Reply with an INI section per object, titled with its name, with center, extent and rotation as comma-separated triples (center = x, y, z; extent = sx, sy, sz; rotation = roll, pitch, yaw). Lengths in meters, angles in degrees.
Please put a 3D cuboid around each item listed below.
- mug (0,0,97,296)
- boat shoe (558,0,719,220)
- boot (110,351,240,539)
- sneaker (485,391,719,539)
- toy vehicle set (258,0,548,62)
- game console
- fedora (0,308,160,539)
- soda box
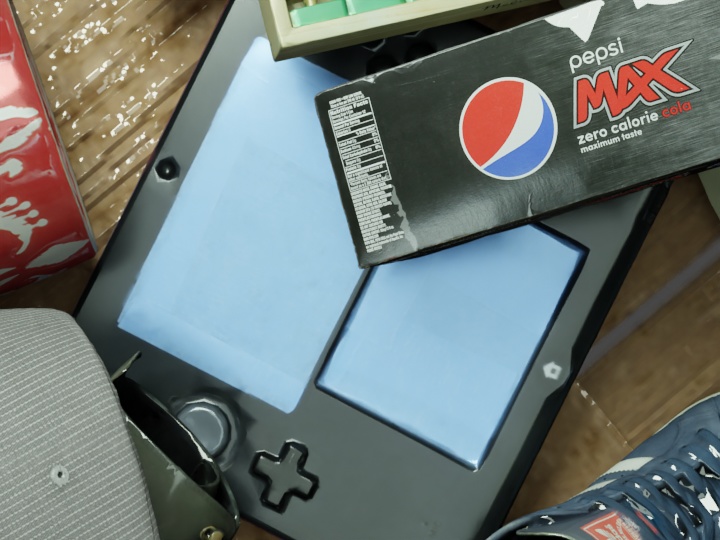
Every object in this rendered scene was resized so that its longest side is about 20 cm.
[mug]
center = -0.209, -0.044, 0.814
extent = 0.198, 0.133, 0.179
rotation = -19, 92, -4
[boat shoe]
center = 0.148, -0.063, 0.849
extent = 0.062, 0.071, 0.201
rotation = -36, 86, -26
[boot]
center = -0.070, 0.144, 0.825
extent = 0.138, 0.077, 0.200
rotation = -42, 91, 13
[sneaker]
center = 0.095, 0.100, 0.817
extent = 0.200, 0.085, 0.075
rotation = -39, 67, -17
[toy vehicle set]
center = 0.051, -0.155, 0.800
extent = 0.198, 0.027, 0.125
rotation = -14, 86, -10
[game console]
center = 0.000, 0.000, 0.852
extent = 0.176, 0.031, 0.201
rotation = 27, 90, 8
[fedora]
center = -0.114, 0.093, 0.745
extent = 0.089, 0.177, 0.202
rotation = -6, 83, -15
[soda box]
center = 0.090, -0.059, 0.783
extent = 0.198, 0.071, 0.064
rotation = -16, 89, 16
